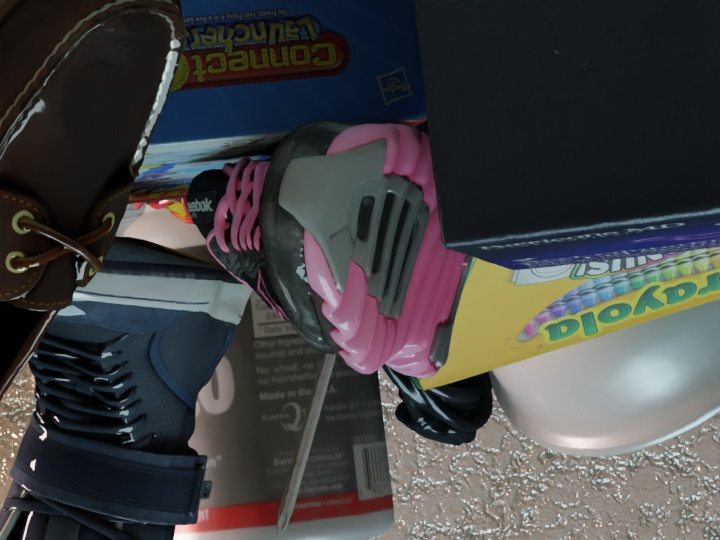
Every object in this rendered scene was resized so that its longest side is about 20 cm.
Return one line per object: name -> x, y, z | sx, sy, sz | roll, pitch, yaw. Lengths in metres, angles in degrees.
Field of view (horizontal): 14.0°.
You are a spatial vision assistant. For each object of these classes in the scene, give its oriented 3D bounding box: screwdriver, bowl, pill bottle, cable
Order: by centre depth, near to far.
screwdriver -> 0.000, 0.000, 1.072 | 0.028, 0.201, 0.029 | 21, 167, -40
bowl -> 0.112, -0.027, 1.277 | 0.201, 0.202, 0.090 | -10, 140, 42
pill bottle -> -0.051, 0.027, 1.346 | 0.113, 0.201, 0.114 | -7, 177, 0
cable -> 0.035, -0.003, 1.368 | 0.051, 0.164, 0.200 | -3, 170, 12

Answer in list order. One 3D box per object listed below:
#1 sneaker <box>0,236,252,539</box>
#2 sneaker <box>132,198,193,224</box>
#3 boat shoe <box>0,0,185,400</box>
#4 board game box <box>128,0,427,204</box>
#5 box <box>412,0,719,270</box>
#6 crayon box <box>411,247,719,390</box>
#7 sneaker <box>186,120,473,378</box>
sneaker -> -0.104, 0.057, 1.113 | 0.077, 0.147, 0.202 | 20, 180, 16
sneaker -> -0.048, -0.038, 1.193 | 0.199, 0.091, 0.078 | -5, 178, -10
boat shoe -> -0.104, -0.014, 0.892 | 0.070, 0.070, 0.200 | 0, 139, -37
board game box -> -0.095, -0.058, 1.028 | 0.199, 0.056, 0.196 | -6, 176, -13
box -> 0.102, -0.062, 0.970 | 0.147, 0.105, 0.200 | -7, 177, 10
crayon box -> 0.099, -0.033, 1.148 | 0.199, 0.058, 0.119 | -18, 144, 2
sneaker -> -0.019, -0.011, 0.973 | 0.095, 0.079, 0.200 | 19, 173, 12
